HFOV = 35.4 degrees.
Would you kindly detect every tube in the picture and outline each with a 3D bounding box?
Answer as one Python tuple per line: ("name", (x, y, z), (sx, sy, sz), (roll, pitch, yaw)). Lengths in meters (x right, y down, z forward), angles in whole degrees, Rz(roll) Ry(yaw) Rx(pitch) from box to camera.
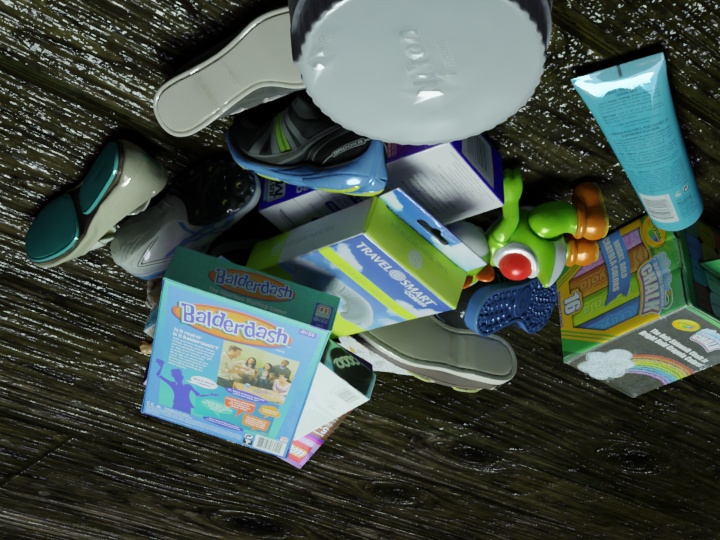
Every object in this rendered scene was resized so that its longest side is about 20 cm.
("tube", (0.253, -0.111, 0.992), (0.077, 0.051, 0.200), (-18, 139, 20))

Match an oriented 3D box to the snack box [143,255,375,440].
("snack box", (-0.096, 0.079, 1.086), (0.200, 0.037, 0.116), (39, 131, -23))

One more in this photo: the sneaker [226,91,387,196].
("sneaker", (-0.040, -0.110, 0.930), (0.070, 0.083, 0.199), (10, -177, -38))

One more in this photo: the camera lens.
("camera lens", (0.036, -0.201, 0.699), (0.158, 0.201, 0.160), (0, 148, 0))

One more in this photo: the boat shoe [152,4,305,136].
("boat shoe", (-0.079, -0.168, 0.906), (0.199, 0.057, 0.067), (-21, 107, 24))

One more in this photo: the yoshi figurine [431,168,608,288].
("yoshi figurine", (0.127, -0.042, 1.084), (0.198, 0.113, 0.112), (-10, -170, -9))

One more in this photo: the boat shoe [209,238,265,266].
("boat shoe", (-0.060, 0.001, 1.157), (0.198, 0.062, 0.073), (-6, 147, 11))

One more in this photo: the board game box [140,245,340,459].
("board game box", (-0.114, 0.080, 1.032), (0.151, 0.045, 0.201), (18, 136, -2))

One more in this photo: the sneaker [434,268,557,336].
("sneaker", (0.137, 0.024, 1.165), (0.078, 0.071, 0.199), (24, -168, 30))

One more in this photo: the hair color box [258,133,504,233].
("hair color box", (0.018, -0.080, 1.026), (0.199, 0.065, 0.109), (-19, 143, 26))

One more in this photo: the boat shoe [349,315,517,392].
("boat shoe", (0.065, 0.079, 1.174), (0.199, 0.072, 0.060), (18, 149, -20))

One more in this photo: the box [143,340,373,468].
("box", (-0.104, 0.107, 1.166), (0.199, 0.039, 0.137), (31, 115, -20))

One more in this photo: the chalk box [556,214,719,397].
("chalk box", (0.312, 0.024, 1.133), (0.124, 0.125, 0.199), (26, 139, -34))

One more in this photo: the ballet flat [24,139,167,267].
("ballet flat", (-0.248, -0.055, 1.074), (0.069, 0.070, 0.200), (24, 141, -32))

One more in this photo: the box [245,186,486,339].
("box", (0.000, 0.000, 1.014), (0.122, 0.048, 0.199), (38, 146, -28))

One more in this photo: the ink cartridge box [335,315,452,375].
("ink cartridge box", (0.025, 0.056, 1.263), (0.172, 0.044, 0.200), (4, 150, 19))

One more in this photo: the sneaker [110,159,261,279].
("sneaker", (-0.158, -0.046, 1.078), (0.199, 0.072, 0.072), (-25, 147, 38))

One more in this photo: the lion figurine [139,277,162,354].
("lion figurine", (-0.162, 0.078, 1.209), (0.200, 0.073, 0.122), (44, 129, -18))
